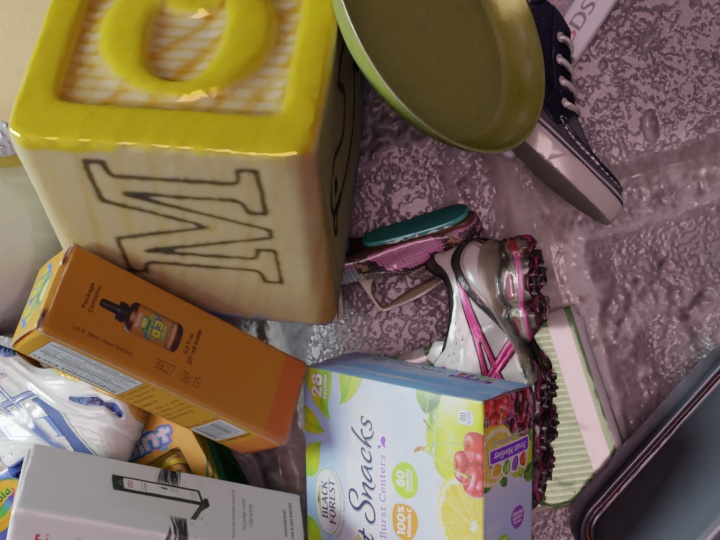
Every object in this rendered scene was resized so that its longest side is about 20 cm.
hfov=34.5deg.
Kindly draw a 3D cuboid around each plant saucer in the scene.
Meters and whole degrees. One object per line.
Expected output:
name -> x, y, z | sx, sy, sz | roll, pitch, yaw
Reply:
plant saucer -> 0.047, -0.166, 0.762 | 0.031, 0.199, 0.202 | -25, 88, 43

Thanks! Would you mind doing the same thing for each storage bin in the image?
storage bin -> 0.267, 0.176, 0.819 | 0.145, 0.134, 0.200 | 41, 96, -10

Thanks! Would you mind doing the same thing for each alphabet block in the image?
alphabet block -> -0.104, -0.099, 0.802 | 0.193, 0.201, 0.198 | 3, 59, 5

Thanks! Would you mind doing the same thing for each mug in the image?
mug -> -0.297, -0.022, 0.881 | 0.184, 0.153, 0.152 | 12, 93, 6

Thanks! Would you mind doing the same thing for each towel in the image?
towel -> 0.098, 0.125, 0.905 | 0.197, 0.023, 0.155 | -19, 88, 8

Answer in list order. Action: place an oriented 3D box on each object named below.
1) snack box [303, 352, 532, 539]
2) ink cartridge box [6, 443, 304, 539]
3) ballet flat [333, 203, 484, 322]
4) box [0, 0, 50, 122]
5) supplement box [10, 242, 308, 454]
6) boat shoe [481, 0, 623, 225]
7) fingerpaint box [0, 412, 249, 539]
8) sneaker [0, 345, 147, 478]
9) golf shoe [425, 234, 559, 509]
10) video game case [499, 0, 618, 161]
snack box -> 0.039, 0.173, 0.837 | 0.167, 0.067, 0.204 | 8, 101, 41
ink cartridge box -> -0.151, 0.220, 0.808 | 0.197, 0.085, 0.148 | 12, 111, -12
ballet flat -> 0.000, 0.000, 0.897 | 0.197, 0.069, 0.072 | -9, 109, 6
box -> -0.261, -0.200, 0.886 | 0.161, 0.021, 0.202 | 20, 127, 6
supplement box -> -0.138, 0.060, 0.813 | 0.199, 0.068, 0.067 | 31, 61, -27
boat shoe -> 0.138, -0.132, 0.850 | 0.200, 0.075, 0.093 | 44, 88, 3
fingerpaint box -> -0.189, 0.200, 0.910 | 0.198, 0.073, 0.168 | -30, 87, 5
sneaker -> -0.258, 0.103, 0.854 | 0.197, 0.075, 0.089 | 17, 82, 17
golf shoe -> 0.098, 0.076, 0.859 | 0.091, 0.072, 0.204 | -5, 94, 20
video game case -> 0.086, -0.217, 0.901 | 0.199, 0.023, 0.183 | 34, 94, 5
